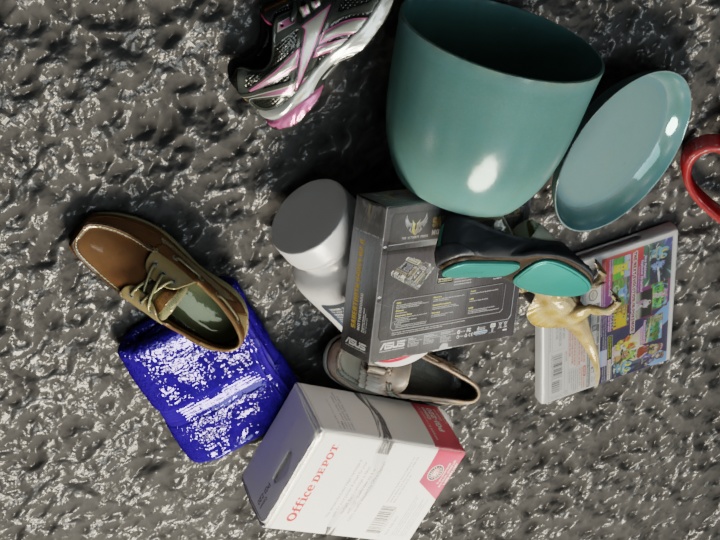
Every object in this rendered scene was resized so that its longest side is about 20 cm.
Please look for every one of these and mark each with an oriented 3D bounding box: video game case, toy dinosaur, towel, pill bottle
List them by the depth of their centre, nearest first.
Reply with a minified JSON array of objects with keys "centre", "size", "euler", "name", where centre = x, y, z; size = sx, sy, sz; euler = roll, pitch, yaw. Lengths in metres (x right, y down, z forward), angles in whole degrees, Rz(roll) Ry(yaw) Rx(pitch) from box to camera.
[{"centre":[0.000,0.000,1.671],"size":[0.119,0.120,0.200],"euler":[-40,133,4],"name":"pill bottle"},{"centre":[-0.153,0.112,1.720],"size":[0.147,0.050,0.201],"euler":[-32,132,-5],"name":"towel"},{"centre":[0.241,0.040,1.859],"size":[0.101,0.058,0.200],"euler":[-35,126,19],"name":"toy dinosaur"},{"centre":[0.288,0.052,1.931],"size":[0.181,0.023,0.201],"euler":[-18,129,-16],"name":"video game case"}]

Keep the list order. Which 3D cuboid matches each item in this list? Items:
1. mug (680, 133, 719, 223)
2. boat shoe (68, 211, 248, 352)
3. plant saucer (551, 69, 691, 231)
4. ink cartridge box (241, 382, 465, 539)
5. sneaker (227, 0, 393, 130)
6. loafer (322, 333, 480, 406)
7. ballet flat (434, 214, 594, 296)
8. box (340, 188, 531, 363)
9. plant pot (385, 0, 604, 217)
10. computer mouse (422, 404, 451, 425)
[{"centre":[0.467,-0.107,1.865],"size":[0.134,0.176,0.201],"euler":[-55,147,-33],"name":"mug"},{"centre":[-0.188,0.013,1.585],"size":[0.199,0.074,0.076],"euler":[31,103,-21],"name":"boat shoe"},{"centre":[0.275,-0.132,1.755],"size":[0.199,0.027,0.201],"euler":[-29,143,-25],"name":"plant saucer"},{"centre":[-0.010,0.213,1.792],"size":[0.199,0.085,0.146],"euler":[12,121,-35],"name":"ink cartridge box"},{"centre":[-0.046,-0.227,1.510],"size":[0.086,0.080,0.201],"euler":[33,99,-30],"name":"sneaker"},{"centre":[0.050,0.111,1.808],"size":[0.199,0.063,0.073],"euler":[17,87,-39],"name":"loafer"},{"centre":[0.152,-0.021,1.603],"size":[0.199,0.073,0.073],"euler":[9,119,-37],"name":"ballet flat"},{"centre":[0.076,-0.002,1.621],"size":[0.199,0.048,0.160],"euler":[-9,112,-39],"name":"box"},{"centre":[0.114,-0.149,1.560],"size":[0.199,0.201,0.162],"euler":[0,120,-28],"name":"plant pot"},{"centre":[0.016,0.215,1.894],"size":[0.199,0.044,0.110],"euler":[-35,131,6],"name":"computer mouse"}]
